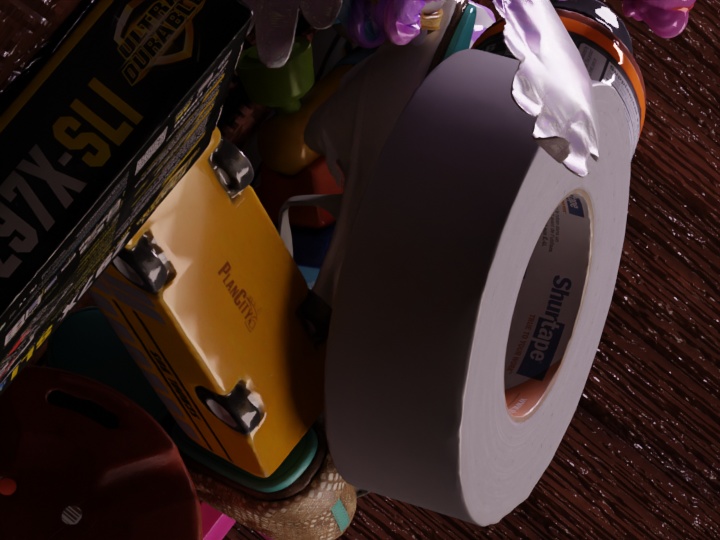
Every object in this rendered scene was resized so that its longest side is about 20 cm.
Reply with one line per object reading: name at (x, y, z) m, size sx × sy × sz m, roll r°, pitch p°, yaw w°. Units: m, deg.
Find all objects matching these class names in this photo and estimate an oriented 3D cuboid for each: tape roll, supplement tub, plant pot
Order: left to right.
plant pot at (-0.148, 0.148, 1.298) m, size 0.201 × 0.200 × 0.196 m, roll -50°, pitch 169°, yaw -26°
tape roll at (0.054, 0.007, 1.308) m, size 0.200 × 0.066 × 0.201 m, roll 15°, pitch 90°, yaw -70°
supplement tub at (0.092, -0.068, 1.580) m, size 0.107 × 0.107 × 0.200 m, roll -54°, pitch -173°, yaw 37°

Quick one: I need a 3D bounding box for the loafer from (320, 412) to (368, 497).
loafer at (0.011, 0.072, 1.508) m, size 0.200 × 0.070 × 0.070 m, roll -35°, pitch -171°, yaw 18°

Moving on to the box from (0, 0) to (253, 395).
box at (-0.121, -0.009, 1.053) m, size 0.200 × 0.049 × 0.160 m, roll -51°, pitch 179°, yaw -16°

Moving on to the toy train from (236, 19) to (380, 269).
toy train at (-0.032, -0.056, 1.396) m, size 0.084 × 0.116 × 0.200 m, roll 8°, pitch -144°, yaw 42°

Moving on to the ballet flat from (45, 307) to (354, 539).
ballet flat at (-0.075, 0.079, 1.394) m, size 0.071 × 0.200 × 0.065 m, roll -46°, pitch 133°, yaw -13°

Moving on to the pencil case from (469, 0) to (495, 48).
pencil case at (0.025, -0.062, 1.662) m, size 0.085 × 0.084 × 0.201 m, roll -11°, pitch -115°, yaw 47°

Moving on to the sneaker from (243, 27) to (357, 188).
sneaker at (0.007, -0.096, 1.532) m, size 0.201 × 0.079 × 0.078 m, roll -60°, pitch 174°, yaw 9°

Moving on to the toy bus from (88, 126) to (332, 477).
toy bus at (-0.069, 0.006, 1.244) m, size 0.065 × 0.078 × 0.200 m, roll -50°, pitch 143°, yaw -17°

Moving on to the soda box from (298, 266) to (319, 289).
soda box at (0.000, 0.000, 1.474) m, size 0.199 × 0.064 × 0.068 m, roll -8°, pitch -153°, yaw 17°

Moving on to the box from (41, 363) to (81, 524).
box at (-0.153, 0.126, 1.613) m, size 0.153 × 0.106 × 0.200 m, roll -52°, pitch 177°, yaw -5°

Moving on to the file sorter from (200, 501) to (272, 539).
file sorter at (-0.066, 0.207, 1.648) m, size 0.139 × 0.125 × 0.200 m, roll -51°, pitch 177°, yaw -9°

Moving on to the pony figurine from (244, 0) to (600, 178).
pony figurine at (0.045, -0.144, 1.185) m, size 0.201 × 0.166 × 0.193 m, roll -60°, pitch -172°, yaw 26°

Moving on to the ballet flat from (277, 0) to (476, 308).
ballet flat at (-0.002, -0.035, 1.333) m, size 0.069 × 0.069 × 0.201 m, roll -44°, pitch 149°, yaw -69°

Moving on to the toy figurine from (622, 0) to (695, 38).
toy figurine at (0.144, -0.195, 1.571) m, size 0.200 × 0.184 × 0.150 m, roll -52°, pitch 177°, yaw 23°
